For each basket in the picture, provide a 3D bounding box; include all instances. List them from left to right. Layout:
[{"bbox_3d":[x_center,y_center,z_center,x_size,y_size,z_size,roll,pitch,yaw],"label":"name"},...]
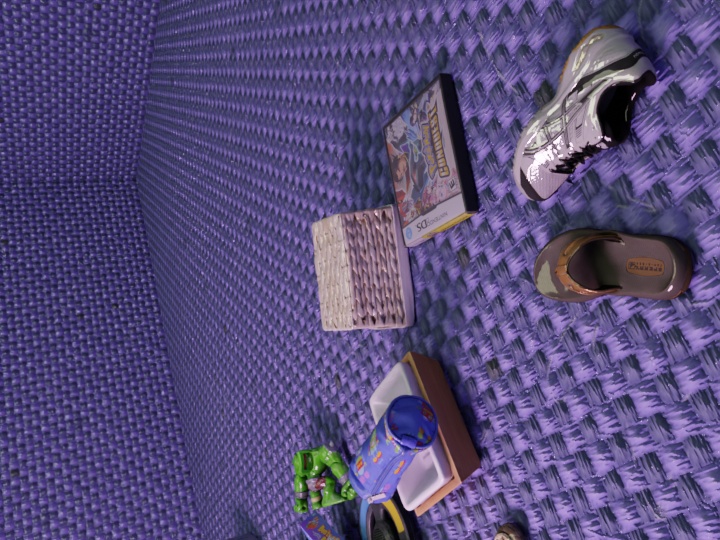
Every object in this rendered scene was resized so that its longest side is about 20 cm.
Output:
[{"bbox_3d":[0.000,0.000,1.111,0.135,0.120,0.206,-11,84,62],"label":"basket"}]

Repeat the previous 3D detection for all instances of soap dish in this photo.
[{"bbox_3d":[0.095,0.247,1.015,0.158,0.079,0.204,-60,44,49],"label":"soap dish"}]

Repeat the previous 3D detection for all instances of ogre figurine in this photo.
[{"bbox_3d":[-0.082,0.426,1.380,0.200,0.096,0.123,-44,60,59],"label":"ogre figurine"}]

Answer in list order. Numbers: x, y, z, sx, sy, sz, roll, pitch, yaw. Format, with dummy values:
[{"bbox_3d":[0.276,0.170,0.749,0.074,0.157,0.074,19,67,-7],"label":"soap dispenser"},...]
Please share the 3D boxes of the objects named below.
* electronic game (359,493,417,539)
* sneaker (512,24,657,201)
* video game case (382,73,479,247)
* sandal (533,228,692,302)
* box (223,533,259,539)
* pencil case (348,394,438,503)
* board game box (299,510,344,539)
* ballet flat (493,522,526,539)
[{"bbox_3d":[0.048,0.486,1.195,0.199,0.041,0.206,19,111,61],"label":"electronic game"},{"bbox_3d":[0.226,-0.142,0.690,0.089,0.074,0.203,61,145,38],"label":"sneaker"},{"bbox_3d":[0.098,-0.156,0.995,0.180,0.025,0.206,-28,70,62],"label":"video game case"},{"bbox_3d":[0.247,-0.001,0.697,0.199,0.053,0.084,9,102,62],"label":"sandal"},{"bbox_3d":[-0.333,0.907,1.966,0.175,0.094,0.206,-17,79,62],"label":"box"},{"bbox_3d":[0.042,0.260,0.947,0.202,0.076,0.088,114,170,-45],"label":"pencil case"},{"bbox_3d":[-0.036,0.575,1.310,0.199,0.044,0.137,11,132,62],"label":"board game box"},{"bbox_3d":[0.191,0.438,0.896,0.067,0.045,0.206,27,119,58],"label":"ballet flat"}]
